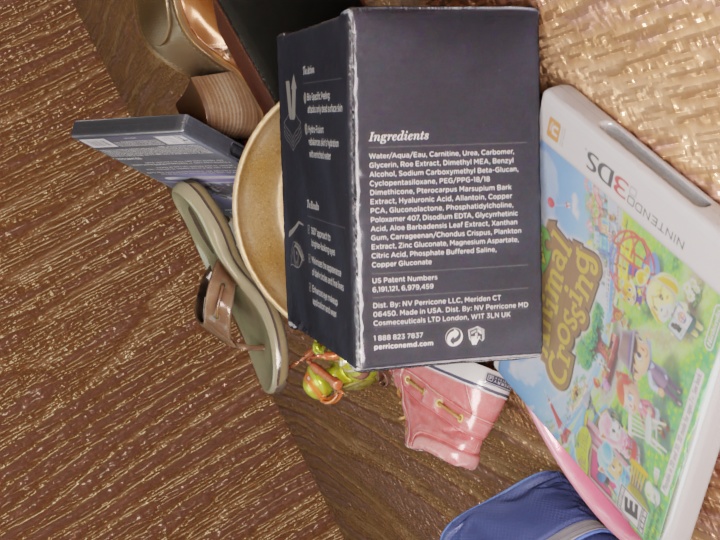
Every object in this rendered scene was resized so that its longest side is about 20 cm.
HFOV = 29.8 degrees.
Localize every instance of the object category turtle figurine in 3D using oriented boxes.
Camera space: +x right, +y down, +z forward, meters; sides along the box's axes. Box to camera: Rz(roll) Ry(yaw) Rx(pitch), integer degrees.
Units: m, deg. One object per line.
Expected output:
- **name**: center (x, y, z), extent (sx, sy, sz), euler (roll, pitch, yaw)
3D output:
- **turtle figurine**: center (0.012, 0.068, 1.151), extent (0.065, 0.161, 0.200), euler (58, 170, -5)

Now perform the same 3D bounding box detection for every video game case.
- **video game case**: center (0.140, 0.027, 0.746), extent (0.182, 0.022, 0.201), euler (51, 144, 46)
- **video game case**: center (-0.128, -0.085, 1.158), extent (0.142, 0.019, 0.200), euler (3, 164, 41)

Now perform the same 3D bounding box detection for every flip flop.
- **flip flop**: center (-0.120, 0.017, 1.152), extent (0.201, 0.057, 0.081), euler (63, 157, 3)

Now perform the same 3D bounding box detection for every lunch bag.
- **lunch bag**: center (0.163, 0.288, 1.127), extent (0.132, 0.135, 0.201), euler (48, 162, 52)

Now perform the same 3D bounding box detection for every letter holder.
- **letter holder**: center (-0.029, -0.137, 1.092), extent (0.201, 0.100, 0.142), euler (60, 171, 10)

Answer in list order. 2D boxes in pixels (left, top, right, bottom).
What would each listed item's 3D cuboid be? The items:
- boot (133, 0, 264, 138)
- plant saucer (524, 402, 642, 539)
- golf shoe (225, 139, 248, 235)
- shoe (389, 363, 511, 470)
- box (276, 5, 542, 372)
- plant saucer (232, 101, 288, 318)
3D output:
- **boot**: center (-0.104, -0.207, 1.169), extent (0.074, 0.154, 0.201), euler (-28, 79, 53)
- **plant saucer**: center (0.162, 0.090, 0.889), extent (0.201, 0.051, 0.201), euler (59, 169, 19)
- **golf shoe**: center (-0.146, -0.082, 1.309), extent (0.077, 0.088, 0.201), euler (19, 138, 21)
- **shoe**: center (0.055, 0.114, 1.221), extent (0.071, 0.091, 0.200), euler (24, 176, -31)
- **box**: center (0.024, -0.054, 0.832), extent (0.197, 0.117, 0.201), euler (-158, 65, -74)
- **plant saucer**: center (0.007, -0.045, 0.976), extent (0.201, 0.200, 0.035), euler (63, -164, -5)
